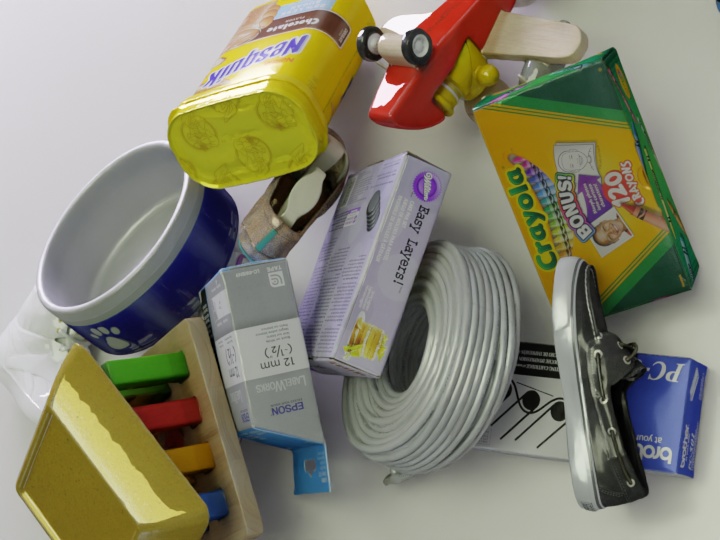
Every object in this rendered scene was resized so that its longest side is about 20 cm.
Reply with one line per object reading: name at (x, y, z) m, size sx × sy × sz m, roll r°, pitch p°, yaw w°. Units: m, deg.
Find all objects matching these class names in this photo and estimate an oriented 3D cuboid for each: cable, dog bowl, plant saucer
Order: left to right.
plant saucer at (-0.232, 0.198, 1.406) m, size 0.200 × 0.048 × 0.201 m, roll 49°, pitch 138°, yaw 19°
dog bowl at (-0.214, -0.022, 1.540) m, size 0.199 × 0.079 × 0.201 m, roll -28°, pitch 39°, yaw 25°
cable at (0.058, 0.072, 1.359) m, size 0.199 × 0.069 × 0.202 m, roll -25°, pitch 50°, yaw 58°

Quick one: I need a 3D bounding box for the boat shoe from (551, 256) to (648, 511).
boat shoe at (0.194, 0.086, 1.267) m, size 0.066 × 0.070 × 0.203 m, roll -8°, pitch 76°, yaw 21°

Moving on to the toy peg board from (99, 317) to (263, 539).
toy peg board at (-0.199, 0.175, 1.446) m, size 0.200 × 0.097 × 0.201 m, roll -37°, pitch 65°, yaw 50°

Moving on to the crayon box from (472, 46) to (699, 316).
crayon box at (0.186, -0.066, 1.315) m, size 0.118 × 0.058 × 0.202 m, roll -19°, pitch 101°, yaw 25°

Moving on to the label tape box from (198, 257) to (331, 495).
label tape box at (-0.085, 0.100, 1.402) m, size 0.065 × 0.143 × 0.203 m, roll -9°, pitch 84°, yaw -15°

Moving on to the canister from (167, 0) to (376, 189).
canister at (-0.077, -0.175, 1.485) m, size 0.147 × 0.087 × 0.201 m, roll -12°, pitch 33°, yaw 29°

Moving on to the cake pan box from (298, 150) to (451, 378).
cake pan box at (0.000, 0.000, 1.398) m, size 0.186 × 0.052 × 0.200 m, roll -69°, pitch 13°, yaw -10°

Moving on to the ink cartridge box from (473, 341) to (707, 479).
ink cartridge box at (0.182, 0.112, 1.332) m, size 0.198 × 0.044 × 0.095 m, roll 4°, pitch 80°, yaw 31°

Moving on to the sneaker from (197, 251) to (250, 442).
sneaker at (-0.151, 0.078, 1.520) m, size 0.099 × 0.075 × 0.202 m, roll 5°, pitch 79°, yaw 31°

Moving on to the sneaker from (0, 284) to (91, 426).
sneaker at (-0.291, 0.093, 1.602) m, size 0.200 × 0.073 × 0.116 m, roll 39°, pitch 100°, yaw 34°

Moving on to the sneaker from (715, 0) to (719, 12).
sneaker at (0.355, -0.298, 1.322) m, size 0.071 × 0.083 × 0.201 m, roll 36°, pitch 95°, yaw 32°

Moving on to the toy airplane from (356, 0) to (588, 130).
toy airplane at (0.102, -0.199, 1.430) m, size 0.197 × 0.142 × 0.201 m, roll -21°, pitch 30°, yaw 13°

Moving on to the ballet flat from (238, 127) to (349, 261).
ballet flat at (-0.045, -0.080, 1.457) m, size 0.067 × 0.068 × 0.201 m, roll -44°, pitch 15°, yaw 43°
